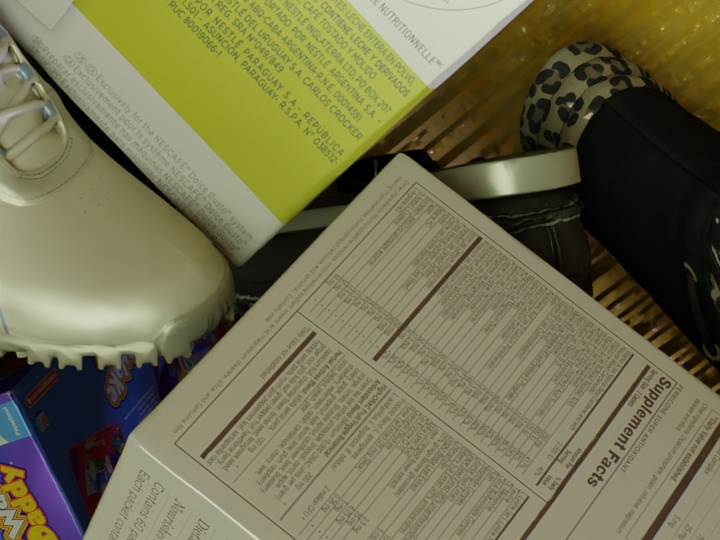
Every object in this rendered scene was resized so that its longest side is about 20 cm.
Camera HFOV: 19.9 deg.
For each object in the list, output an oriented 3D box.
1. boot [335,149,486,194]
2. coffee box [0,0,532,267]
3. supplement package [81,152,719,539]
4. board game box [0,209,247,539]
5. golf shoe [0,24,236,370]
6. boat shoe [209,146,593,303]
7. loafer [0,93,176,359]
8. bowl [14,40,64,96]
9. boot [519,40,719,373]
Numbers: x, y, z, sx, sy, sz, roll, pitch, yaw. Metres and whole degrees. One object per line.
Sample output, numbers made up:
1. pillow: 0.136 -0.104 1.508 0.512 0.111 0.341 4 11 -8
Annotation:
1. boot: 0.064 0.034 0.797 0.199 0.070 0.132 19 119 29
2. coffee box: -0.019 -0.160 0.707 0.198 0.200 0.200 -41 96 23
3. supplement package: 0.029 0.104 0.663 0.200 0.151 0.152 37 142 6
4. board game box: -0.087 0.071 0.806 0.045 0.200 0.135 -18 104 21
5. golf shoe: -0.126 -0.042 0.647 0.199 0.078 0.097 27 134 14
6. boat shoe: 0.000 0.000 0.763 0.201 0.072 0.061 -10 93 45
7. loafer: -0.113 -0.016 0.740 0.070 0.201 0.068 -23 107 51
8. bowl: -0.220 -0.054 0.788 0.200 0.105 0.202 2 113 4
9. boot: 0.147 0.004 0.794 0.073 0.204 0.154 -42 54 -4
